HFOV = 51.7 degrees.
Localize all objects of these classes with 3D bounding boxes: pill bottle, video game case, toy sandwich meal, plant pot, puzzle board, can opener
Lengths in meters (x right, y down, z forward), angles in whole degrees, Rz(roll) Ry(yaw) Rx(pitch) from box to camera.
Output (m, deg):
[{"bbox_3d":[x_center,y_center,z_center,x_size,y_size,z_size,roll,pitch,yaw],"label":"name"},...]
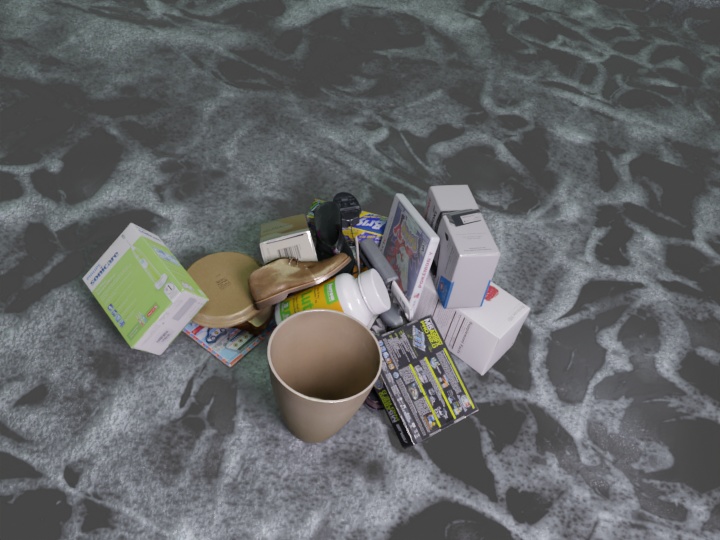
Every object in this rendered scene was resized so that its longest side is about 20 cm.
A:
[{"bbox_3d":[-0.050,0.072,1.393,0.199,0.111,0.111,-24,46,14],"label":"pill bottle"},{"bbox_3d":[0.087,-0.032,1.494,0.023,0.183,0.200,4,28,-23],"label":"video game case"},{"bbox_3d":[-0.257,0.047,1.447,0.204,0.070,0.206,0,51,0],"label":"toy sandwich meal"},{"bbox_3d":[-0.071,0.202,1.263,0.186,0.201,0.188,6,45,-6],"label":"plant pot"},{"bbox_3d":[-0.243,0.088,1.465,0.150,0.017,0.200,33,49,19],"label":"puzzle board"},{"bbox_3d":[0.039,0.026,1.444,0.067,0.053,0.200,-21,58,-20],"label":"can opener"}]

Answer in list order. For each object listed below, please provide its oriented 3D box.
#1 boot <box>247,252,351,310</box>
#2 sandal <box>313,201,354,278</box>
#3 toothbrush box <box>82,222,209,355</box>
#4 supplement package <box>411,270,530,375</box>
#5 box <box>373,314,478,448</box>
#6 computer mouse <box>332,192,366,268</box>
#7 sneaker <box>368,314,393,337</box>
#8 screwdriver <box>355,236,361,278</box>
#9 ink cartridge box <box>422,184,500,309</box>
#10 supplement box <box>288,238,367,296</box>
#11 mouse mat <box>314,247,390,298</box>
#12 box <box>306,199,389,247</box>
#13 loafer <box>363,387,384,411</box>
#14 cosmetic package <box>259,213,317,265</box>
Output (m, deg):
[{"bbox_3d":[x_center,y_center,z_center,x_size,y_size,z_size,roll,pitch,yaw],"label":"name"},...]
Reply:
[{"bbox_3d":[-0.114,0.000,1.384,0.199,0.074,0.076,-24,92,-9],"label":"boot"},{"bbox_3d":[-0.064,-0.067,1.509,0.075,0.048,0.201,-18,54,4],"label":"sandal"},{"bbox_3d":[-0.402,0.034,1.384,0.146,0.086,0.200,-48,63,4],"label":"toothbrush box"},{"bbox_3d":[0.214,0.086,1.492,0.200,0.120,0.121,36,49,21],"label":"supplement package"},{"bbox_3d":[0.104,0.199,1.354,0.160,0.044,0.201,-20,79,-33],"label":"box"},{"bbox_3d":[-0.019,-0.084,1.569,0.058,0.034,0.201,-7,57,-10],"label":"computer mouse"},{"bbox_3d":[-0.002,0.130,1.444,0.081,0.075,0.200,23,38,21],"label":"sneaker"},{"bbox_3d":[0.000,0.000,1.465,0.029,0.200,0.028,21,55,13],"label":"screwdriver"},{"bbox_3d":[0.183,-0.048,1.428,0.084,0.145,0.201,-3,45,-13],"label":"ink cartridge box"},{"bbox_3d":[-0.074,0.003,1.538,0.199,0.067,0.069,-20,50,-30],"label":"supplement box"},{"bbox_3d":[-0.025,0.008,1.596,0.160,0.008,0.200,-26,56,-32],"label":"mouse mat"},{"bbox_3d":[-0.017,-0.091,1.638,0.199,0.070,0.064,14,46,5],"label":"box"},{"bbox_3d":[0.077,0.185,1.407,0.072,0.063,0.200,36,50,21],"label":"loafer"},{"bbox_3d":[-0.148,-0.055,1.502,0.105,0.071,0.200,-15,15,-5],"label":"cosmetic package"}]
